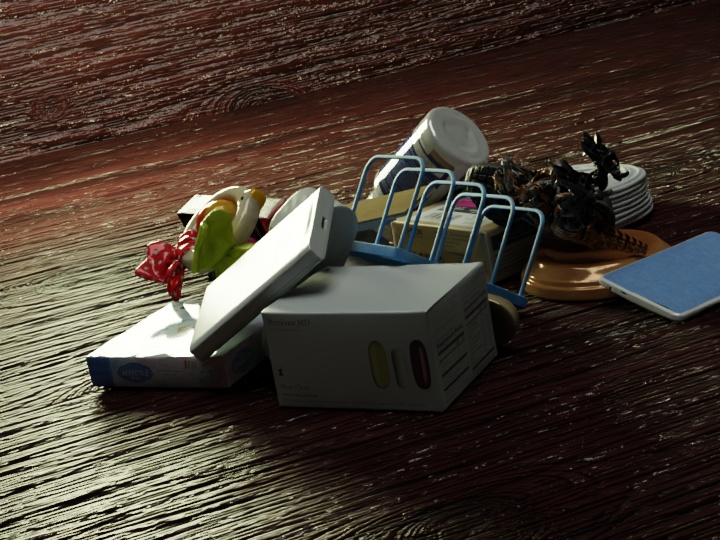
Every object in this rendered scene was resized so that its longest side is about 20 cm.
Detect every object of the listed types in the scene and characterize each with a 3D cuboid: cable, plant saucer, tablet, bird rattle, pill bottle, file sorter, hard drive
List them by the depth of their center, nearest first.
[{"bbox_3d":[-0.110,0.004,1.495,0.200,0.026,0.132,-40,22,27],"label":"hard drive"},{"bbox_3d":[0.390,0.005,1.549,0.198,0.014,0.130,-19,31,-31],"label":"tablet"},{"bbox_3d":[0.098,-0.047,1.579,0.198,0.124,0.138,20,-6,-31],"label":"file sorter"},{"bbox_3d":[0.297,-0.012,1.661,0.198,0.038,0.200,-10,16,3],"label":"plant saucer"},{"bbox_3d":[-0.193,-0.036,1.741,0.199,0.112,0.164,-11,44,55],"label":"bird rattle"},{"bbox_3d":[0.315,-0.104,1.906,0.198,0.070,0.200,-16,17,-20],"label":"cable"},{"bbox_3d":[0.089,-0.134,1.936,0.111,0.111,0.200,-31,-13,-51],"label":"pill bottle"}]

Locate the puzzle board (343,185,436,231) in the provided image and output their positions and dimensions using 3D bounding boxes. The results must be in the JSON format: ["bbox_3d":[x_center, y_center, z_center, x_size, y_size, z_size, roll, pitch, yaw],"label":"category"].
[{"bbox_3d":[-0.011,-0.068,1.735,0.198,0.018,0.151,-12,13,21],"label":"puzzle board"}]

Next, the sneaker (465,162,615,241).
[{"bbox_3d":[0.230,-0.092,1.706,0.198,0.077,0.091,20,27,7],"label":"sneaker"}]

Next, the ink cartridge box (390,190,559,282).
[{"bbox_3d":[0.165,-0.050,1.808,0.164,0.076,0.199,-23,20,-34],"label":"ink cartridge box"}]

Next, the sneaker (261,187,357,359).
[{"bbox_3d":[-0.075,0.001,1.582,0.073,0.202,0.115,20,9,-32],"label":"sneaker"}]

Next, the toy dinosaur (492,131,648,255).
[{"bbox_3d":[0.258,-0.086,1.611,0.198,0.136,0.103,19,46,-2],"label":"toy dinosaur"}]

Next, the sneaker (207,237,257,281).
[{"bbox_3d":[-0.145,0.024,1.770,0.073,0.088,0.200,8,25,-41],"label":"sneaker"}]

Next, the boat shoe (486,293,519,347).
[{"bbox_3d":[0.108,0.045,1.523,0.199,0.072,0.064,4,22,45],"label":"boat shoe"}]

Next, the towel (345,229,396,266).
[{"bbox_3d":[0.000,0.000,1.692,0.132,0.035,0.200,34,31,12],"label":"towel"}]

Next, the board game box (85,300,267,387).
[{"bbox_3d":[-0.196,0.086,1.626,0.197,0.044,0.200,-3,17,28],"label":"board game box"}]

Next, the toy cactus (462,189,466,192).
[{"bbox_3d":[0.196,-0.128,2.052,0.163,0.104,0.200,1,8,3],"label":"toy cactus"}]

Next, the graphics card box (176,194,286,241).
[{"bbox_3d":[-0.159,-0.042,1.888,0.199,0.126,0.051,4,42,43],"label":"graphics card box"}]

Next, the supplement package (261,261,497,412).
[{"bbox_3d":[0.022,0.068,1.427,0.198,0.112,0.156,-2,18,29],"label":"supplement package"}]
